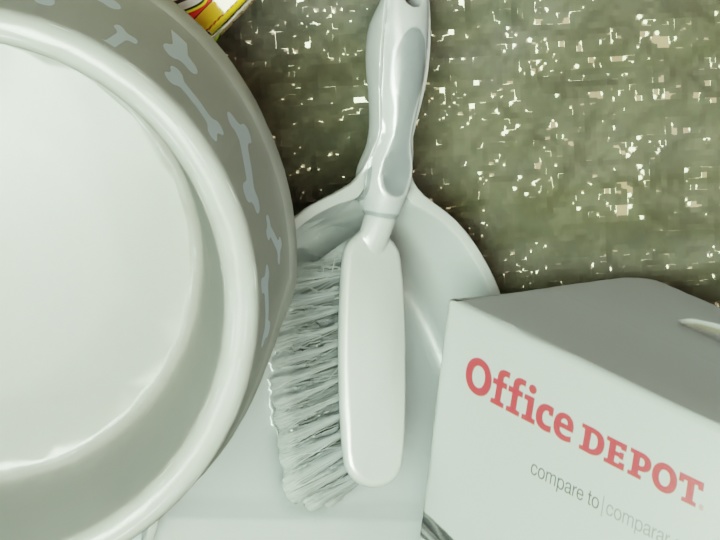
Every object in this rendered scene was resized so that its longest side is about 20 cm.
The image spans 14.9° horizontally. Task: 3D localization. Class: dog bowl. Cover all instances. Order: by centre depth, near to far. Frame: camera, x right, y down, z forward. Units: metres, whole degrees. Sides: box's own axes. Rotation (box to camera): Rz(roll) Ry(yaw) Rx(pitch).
[{"bbox_3d":[-0.117,0.003,0.811,0.199,0.059,0.201,0,106,-1],"label":"dog bowl"}]

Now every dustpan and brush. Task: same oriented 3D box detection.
[{"bbox_3d":[0.000,0.000,0.900,0.139,0.057,0.201,4,85,-34],"label":"dustpan and brush"}]

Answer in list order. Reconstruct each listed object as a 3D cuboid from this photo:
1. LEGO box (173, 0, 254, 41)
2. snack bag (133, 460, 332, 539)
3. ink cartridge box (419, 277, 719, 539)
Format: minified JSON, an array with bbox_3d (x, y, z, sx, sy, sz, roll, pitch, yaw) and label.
[{"bbox_3d":[-0.093,-0.167,0.875,0.149,0.077,0.200,-44,98,9],"label":"LEGO box"},{"bbox_3d":[-0.078,0.155,0.930,0.188,0.021,0.200,37,95,-28],"label":"snack bag"},{"bbox_3d":[0.089,0.118,0.879,0.084,0.145,0.201,-5,109,-36],"label":"ink cartridge box"}]
